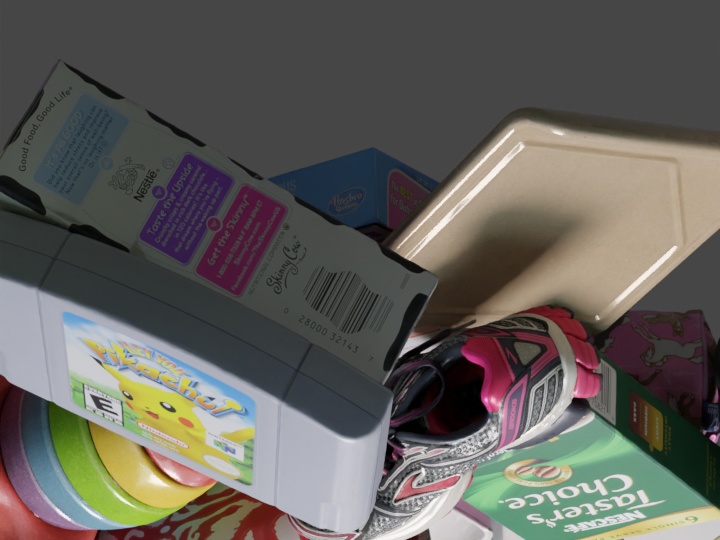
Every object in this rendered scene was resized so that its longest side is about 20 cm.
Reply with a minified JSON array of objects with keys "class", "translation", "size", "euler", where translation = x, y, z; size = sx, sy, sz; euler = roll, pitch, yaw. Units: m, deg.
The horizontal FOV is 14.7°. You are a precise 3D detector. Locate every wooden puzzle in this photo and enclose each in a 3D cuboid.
[{"class":"wooden puzzle","translation":[0.095,-0.025,1.358],"size":[0.184,0.037,0.200],"euler":[4,150,-37]}]

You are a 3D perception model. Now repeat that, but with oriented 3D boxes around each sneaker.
[{"class":"sneaker","translation":[0.026,0.076,1.381],"size":[0.074,0.081,0.200],"euler":[-7,155,-47]}]

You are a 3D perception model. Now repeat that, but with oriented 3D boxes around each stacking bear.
[{"class":"stacking bear","translation":[-0.110,0.080,1.476],"size":[0.199,0.114,0.122],"euler":[-18,116,37]}]

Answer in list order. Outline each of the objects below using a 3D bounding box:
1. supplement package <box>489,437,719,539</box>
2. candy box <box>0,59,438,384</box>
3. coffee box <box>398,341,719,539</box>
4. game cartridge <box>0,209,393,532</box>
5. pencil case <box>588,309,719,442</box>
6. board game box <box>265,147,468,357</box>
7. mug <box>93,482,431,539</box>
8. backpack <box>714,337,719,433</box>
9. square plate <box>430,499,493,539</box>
[{"class":"supplement package","translation":[0.160,0.196,1.731],"size":[0.190,0.201,0.147],"euler":[0,-163,-9]},{"class":"candy box","translation":[-0.082,0.008,1.304],"size":[0.199,0.072,0.168],"euler":[30,157,-3]},{"class":"coffee box","translation":[0.103,0.093,1.502],"size":[0.122,0.044,0.200],"euler":[-14,149,28]},{"class":"game cartridge","translation":[-0.082,0.045,1.246],"size":[0.199,0.041,0.134],"euler":[24,152,9]},{"class":"pencil case","translation":[0.108,0.072,1.606],"size":[0.198,0.087,0.083],"euler":[-3,141,8]},{"class":"board game box","translation":[0.000,0.000,1.462],"size":[0.152,0.041,0.200],"euler":[-15,157,30]},{"class":"mug","translation":[-0.059,0.183,1.578],"size":[0.199,0.178,0.134],"euler":[-26,-164,20]},{"class":"backpack","translation":[0.304,0.064,1.560],"size":[0.199,0.128,0.167],"euler":[-9,171,14]},{"class":"square plate","translation":[-0.015,0.127,1.725],"size":[0.199,0.029,0.198],"euler":[32,160,4]}]
